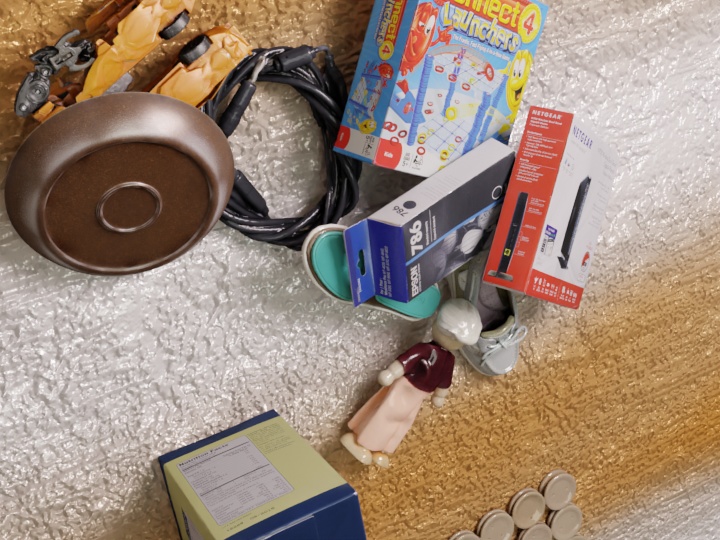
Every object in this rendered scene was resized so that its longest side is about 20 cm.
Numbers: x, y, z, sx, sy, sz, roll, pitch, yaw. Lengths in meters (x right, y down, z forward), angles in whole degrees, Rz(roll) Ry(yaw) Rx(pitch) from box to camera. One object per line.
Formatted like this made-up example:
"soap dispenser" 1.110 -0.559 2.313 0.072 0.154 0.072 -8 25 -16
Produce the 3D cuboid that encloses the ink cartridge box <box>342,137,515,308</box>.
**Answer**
"ink cartridge box" 0.073 -0.040 1.011 0.199 0.039 0.100 -33 137 -25

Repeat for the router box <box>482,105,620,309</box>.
"router box" 0.204 -0.059 1.092 0.199 0.048 0.182 12 93 -62

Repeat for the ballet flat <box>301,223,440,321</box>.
"ballet flat" 0.000 0.000 1.047 0.199 0.069 0.070 25 93 -43

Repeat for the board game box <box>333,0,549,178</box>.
"board game box" 0.083 -0.190 1.014 0.199 0.056 0.198 5 104 -48

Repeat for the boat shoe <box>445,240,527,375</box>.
"boat shoe" 0.140 0.041 1.140 0.074 0.065 0.204 -27 125 -19

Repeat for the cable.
"cable" -0.079 -0.109 0.988 0.162 0.051 0.202 -16 113 -23

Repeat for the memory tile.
"memory tile" 0.197 0.350 1.303 0.198 0.017 0.155 -26 116 -18

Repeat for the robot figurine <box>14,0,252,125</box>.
"robot figurine" -0.197 -0.162 0.895 0.200 0.058 0.145 -42 120 -3

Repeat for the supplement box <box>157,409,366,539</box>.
"supplement box" -0.087 0.280 1.017 0.133 0.199 0.202 -19 114 -22

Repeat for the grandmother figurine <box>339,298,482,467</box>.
"grandmother figurine" 0.058 0.115 1.103 0.201 0.060 0.121 -54 153 9

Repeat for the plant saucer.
"plant saucer" -0.201 -0.062 0.894 0.198 0.032 0.202 -15 139 -14
